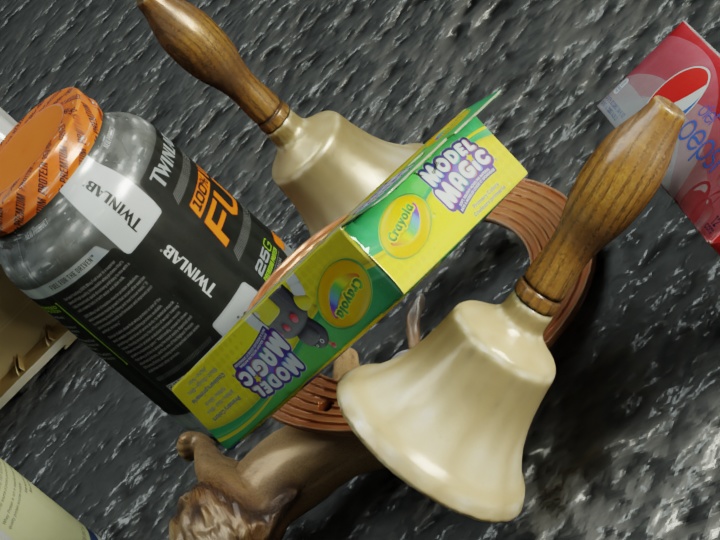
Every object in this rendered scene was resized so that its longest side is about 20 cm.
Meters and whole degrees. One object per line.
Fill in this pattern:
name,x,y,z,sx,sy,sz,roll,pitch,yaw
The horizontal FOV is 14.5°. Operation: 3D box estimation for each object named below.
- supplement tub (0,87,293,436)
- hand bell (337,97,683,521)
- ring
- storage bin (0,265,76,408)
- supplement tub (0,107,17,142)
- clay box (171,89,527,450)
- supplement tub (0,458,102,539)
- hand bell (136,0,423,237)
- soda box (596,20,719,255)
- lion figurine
supplement tub,-0.124,-0.006,1.637,0.122,0.200,0.123,-38,25,22
hand bell,0.087,0.006,1.295,0.200,0.104,0.104,-54,20,19
ring,0.029,0.019,1.469,0.199,0.019,0.201,-18,35,13
storage bin,-0.294,0.020,1.907,0.200,0.198,0.094,-44,24,10
supplement tub,-0.331,-0.040,2.140,0.200,0.144,0.144,-49,23,-1
clay box,0.000,0.000,1.346,0.115,0.048,0.200,-44,2,-42
supplement tub,-0.251,0.160,1.602,0.145,0.200,0.145,-39,24,21
hand bell,-0.056,-0.094,1.655,0.104,0.200,0.104,-38,25,22
soda box,0.177,-0.048,1.326,0.063,0.070,0.200,-44,23,7
lion figurine,-0.027,0.100,1.463,0.200,0.072,0.123,-44,26,5
